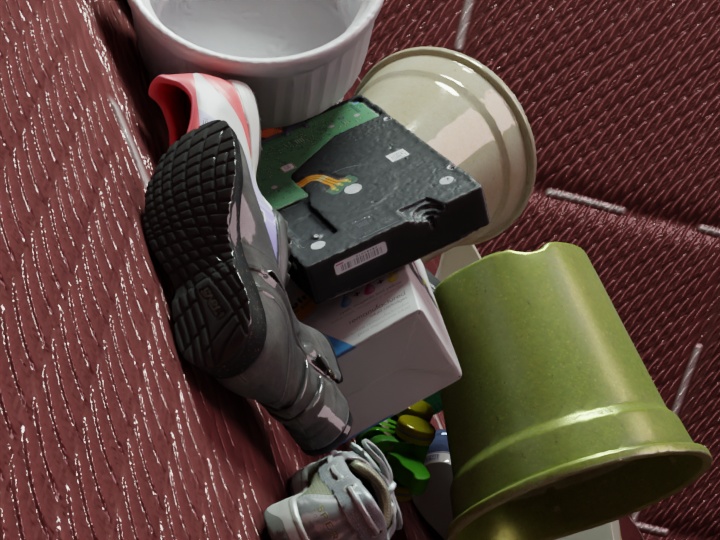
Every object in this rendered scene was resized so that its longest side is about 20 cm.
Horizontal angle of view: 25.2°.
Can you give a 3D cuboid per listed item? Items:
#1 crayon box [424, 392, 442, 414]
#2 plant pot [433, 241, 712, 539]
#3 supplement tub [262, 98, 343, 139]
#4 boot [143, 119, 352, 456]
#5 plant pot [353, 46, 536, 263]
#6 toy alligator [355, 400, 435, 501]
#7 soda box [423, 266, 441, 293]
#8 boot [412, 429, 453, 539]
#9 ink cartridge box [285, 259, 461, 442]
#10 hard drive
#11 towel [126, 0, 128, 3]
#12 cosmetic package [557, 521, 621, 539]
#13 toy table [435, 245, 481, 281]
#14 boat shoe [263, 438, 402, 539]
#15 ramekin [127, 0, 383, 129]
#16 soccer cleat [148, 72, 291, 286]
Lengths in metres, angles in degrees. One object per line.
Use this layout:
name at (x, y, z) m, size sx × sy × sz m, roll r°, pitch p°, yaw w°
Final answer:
crayon box at (0.033, 0.057, 1.522) m, size 0.119 × 0.058 × 0.200 m, roll 58°, pitch 8°, yaw -14°
plant pot at (0.135, 0.087, 1.194) m, size 0.200 × 0.200 × 0.185 m, roll 43°, pitch 28°, yaw -65°
supplement tub at (-0.071, -0.182, 1.479) m, size 0.123 × 0.122 × 0.200 m, roll 59°, pitch 8°, yaw -11°
boot at (-0.067, 0.013, 0.995) m, size 0.132 × 0.070 × 0.201 m, roll 45°, pitch 28°, yaw -46°
plant pot at (0.033, -0.079, 1.461) m, size 0.201 × 0.200 × 0.183 m, roll 59°, pitch 39°, yaw -8°
toy alligator at (0.022, 0.123, 1.248) m, size 0.054 × 0.060 × 0.200 m, roll 18°, pitch 15°, yaw -6°
soda box at (0.000, 0.000, 1.297) m, size 0.200 × 0.071 × 0.063 m, roll 43°, pitch 12°, yaw -11°
boot at (0.113, 0.226, 1.363) m, size 0.200 × 0.073 × 0.090 m, roll 59°, pitch 14°, yaw -9°
ink cartridge box at (-0.009, 0.027, 1.147) m, size 0.068 × 0.115 × 0.200 m, roll 57°, pitch 8°, yaw -29°
hard drive at (-0.014, -0.055, 1.154) m, size 0.200 × 0.139 × 0.038 m, roll 43°, pitch -26°, yaw 53°
towel at (-0.180, -0.266, 1.364) m, size 0.172 × 0.048 × 0.200 m, roll 58°, pitch 8°, yaw -15°
cosmetic package at (0.210, 0.315, 1.454) m, size 0.104 × 0.073 × 0.201 m, roll 36°, pitch 46°, yaw -74°
toy table at (0.106, 0.055, 1.788) m, size 0.200 × 0.117 × 0.184 m, roll 58°, pitch 8°, yaw -25°
boat shoe at (-0.004, 0.141, 0.950) m, size 0.075 × 0.065 × 0.202 m, roll 62°, pitch 8°, yaw 7°
ramekin at (-0.081, -0.203, 1.221) m, size 0.098 × 0.200 × 0.201 m, roll 99°, pitch -30°, yaw -57°
soccer cleat at (-0.099, -0.049, 1.090) m, size 0.073 × 0.068 × 0.201 m, roll 10°, pitch 54°, yaw -34°
